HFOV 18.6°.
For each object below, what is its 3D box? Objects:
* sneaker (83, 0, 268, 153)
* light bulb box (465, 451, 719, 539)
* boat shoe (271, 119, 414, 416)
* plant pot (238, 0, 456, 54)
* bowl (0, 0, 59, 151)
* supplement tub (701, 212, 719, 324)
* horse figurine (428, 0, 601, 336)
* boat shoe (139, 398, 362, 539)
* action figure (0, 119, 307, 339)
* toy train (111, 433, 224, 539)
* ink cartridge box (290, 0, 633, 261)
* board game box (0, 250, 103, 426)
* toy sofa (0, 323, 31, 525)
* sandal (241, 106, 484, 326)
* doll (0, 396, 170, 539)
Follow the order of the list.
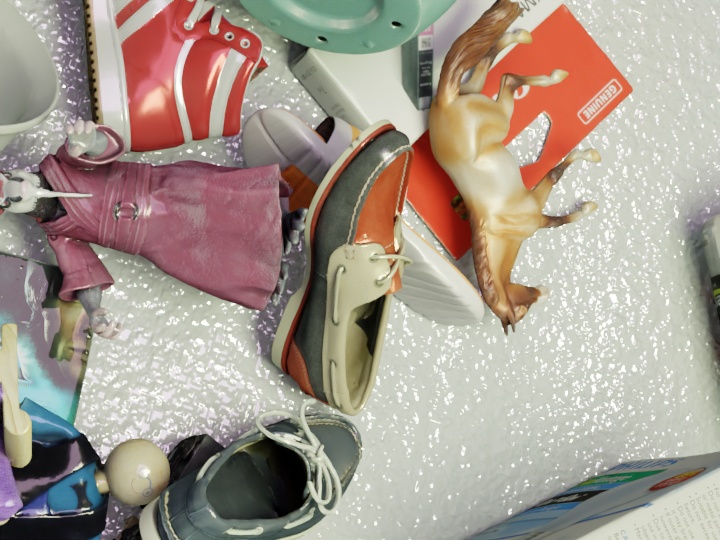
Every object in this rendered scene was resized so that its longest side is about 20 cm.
[{"bbox_3d":[-0.118,-0.175,1.382,0.112,0.071,0.201,-4,89,-8],"label":"sneaker"},{"bbox_3d":[0.157,0.204,1.364,0.199,0.198,0.125,-23,91,-25],"label":"light bulb box"},{"bbox_3d":[0.000,0.000,1.345,0.063,0.200,0.071,39,39,27],"label":"boat shoe"},{"bbox_3d":[-0.002,-0.233,1.365,0.200,0.201,0.161,25,61,-16],"label":"plant pot"},{"bbox_3d":[-0.283,-0.115,1.281,0.201,0.090,0.201,29,26,-16],"label":"bowl"},{"bbox_3d":[0.310,0.049,1.497,0.122,0.122,0.201,-8,83,-23],"label":"supplement tub"},{"bbox_3d":[0.095,-0.076,1.444,0.132,0.050,0.201,-34,112,-32],"label":"horse figurine"},{"bbox_3d":[-0.052,0.124,1.327,0.200,0.062,0.075,-15,73,-53],"label":"boat shoe"},{"bbox_3d":[-0.134,-0.045,1.323,0.199,0.149,0.134,12,115,-5],"label":"action figure"},{"bbox_3d":[-0.146,0.182,1.327,0.034,0.046,0.200,41,65,-18],"label":"toy train"},{"bbox_3d":[0.079,-0.135,1.481,0.200,0.044,0.174,-43,96,-23],"label":"ink cartridge box"},{"bbox_3d":[-0.262,0.044,1.315,0.199,0.028,0.136,15,76,-19],"label":"board game box"},{"bbox_3d":[-0.282,0.089,1.216,0.199,0.083,0.098,-2,71,-10],"label":"toy sofa"},{"bbox_3d":[0.009,-0.044,1.421,0.207,0.079,0.059,43,60,-22],"label":"sandal"},{"bbox_3d":[-0.207,0.144,1.289,0.199,0.048,0.137,-18,102,-13],"label":"doll"}]
